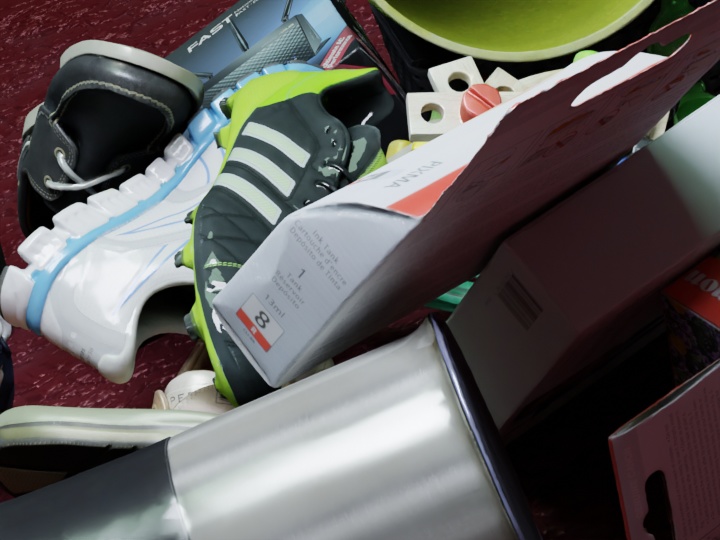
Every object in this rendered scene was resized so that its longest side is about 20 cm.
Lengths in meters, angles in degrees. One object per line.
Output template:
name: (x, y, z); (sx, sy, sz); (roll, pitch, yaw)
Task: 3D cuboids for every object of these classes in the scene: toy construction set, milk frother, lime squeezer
toy construction set: (0.072, -0.054, 1.287); (0.131, 0.200, 0.092); (15, 78, 2)
milk frother: (-0.030, 0.105, 1.062); (0.188, 0.181, 0.200); (-22, 33, 4)
lime squeezer: (0.164, -0.100, 1.352); (0.038, 0.200, 0.071); (-18, -16, -6)

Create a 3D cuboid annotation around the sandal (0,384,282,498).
sandal: (-0.055, 0.072, 1.169); (0.201, 0.080, 0.057); (9, 50, -6)

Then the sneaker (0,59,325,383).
sneaker: (-0.066, -0.016, 1.282); (0.087, 0.075, 0.200); (39, 63, 20)

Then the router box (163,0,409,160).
router box: (-0.076, -0.065, 1.471); (0.200, 0.062, 0.150); (-37, 27, 4)

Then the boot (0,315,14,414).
boot: (-0.197, 0.031, 1.308); (0.073, 0.200, 0.090); (21, 37, 6)

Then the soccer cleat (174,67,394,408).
soccer cleat: (-0.027, -0.022, 1.183); (0.081, 0.068, 0.200); (-12, 38, 16)

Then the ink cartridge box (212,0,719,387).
ink cartridge box: (0.048, -0.047, 1.019); (0.162, 0.050, 0.200); (-29, -15, -38)

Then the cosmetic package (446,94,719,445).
cosmetic package: (0.104, 0.003, 1.164); (0.151, 0.052, 0.200); (-36, -9, -22)

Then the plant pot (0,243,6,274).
plant pot: (-0.292, 0.000, 1.435); (0.177, 0.200, 0.200); (-1, 33, 17)

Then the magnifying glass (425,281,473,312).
magnifying glass: (0.000, 0.000, 1.315); (0.200, 0.080, 0.022); (7, 76, 21)

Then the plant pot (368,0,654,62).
plant pot: (0.051, -0.194, 1.365); (0.187, 0.187, 0.200); (-26, 8, -9)

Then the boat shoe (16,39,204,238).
boat shoe: (-0.123, -0.057, 1.327); (0.200, 0.072, 0.068); (143, 144, -67)

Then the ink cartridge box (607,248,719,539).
ink cartridge box: (0.164, 0.039, 1.107); (0.200, 0.109, 0.050); (-34, 43, -22)

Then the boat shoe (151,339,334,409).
boat shoe: (-0.066, 0.073, 1.260); (0.074, 0.069, 0.200); (-11, 29, 20)

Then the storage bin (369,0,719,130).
storage bin: (0.120, -0.123, 1.452); (0.200, 0.094, 0.135); (-24, 27, -2)
